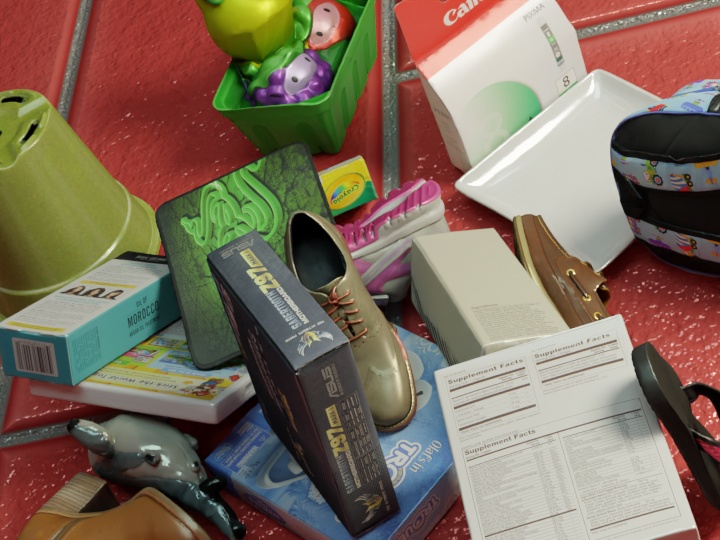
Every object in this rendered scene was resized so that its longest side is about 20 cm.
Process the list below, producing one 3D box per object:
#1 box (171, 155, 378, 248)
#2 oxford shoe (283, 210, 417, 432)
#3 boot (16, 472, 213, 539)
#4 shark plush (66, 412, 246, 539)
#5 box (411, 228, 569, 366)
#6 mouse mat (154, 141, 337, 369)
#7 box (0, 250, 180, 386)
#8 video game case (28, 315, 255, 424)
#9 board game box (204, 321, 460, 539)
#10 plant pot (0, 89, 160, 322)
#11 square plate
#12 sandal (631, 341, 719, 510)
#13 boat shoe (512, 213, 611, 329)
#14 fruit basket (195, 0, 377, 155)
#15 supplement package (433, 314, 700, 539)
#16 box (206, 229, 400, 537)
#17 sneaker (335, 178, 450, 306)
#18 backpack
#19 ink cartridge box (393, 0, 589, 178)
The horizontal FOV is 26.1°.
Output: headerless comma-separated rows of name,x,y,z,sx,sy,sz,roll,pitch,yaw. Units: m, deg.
box,-0.082,-0.052,1.489,0.199,0.049,0.117,-21,5,1
oxford shoe,-0.017,0.041,1.283,0.070,0.075,0.201,-30,72,2
boot,-0.219,0.250,1.270,0.199,0.077,0.156,13,52,36
shark plush,-0.162,0.175,1.329,0.199,0.084,0.091,19,29,28
box,0.106,0.039,1.301,0.082,0.069,0.200,-6,28,-12
mouse mat,-0.097,-0.017,1.391,0.160,0.008,0.201,-25,52,5
box,-0.236,0.040,1.418,0.082,0.049,0.200,6,23,28
video game case,-0.164,0.081,1.396,0.199,0.023,0.182,6,22,27
board game box,0.004,0.140,1.308,0.198,0.043,0.200,25,61,37
plant pot,-0.327,-0.073,1.553,0.199,0.191,0.201,-12,43,12
square plate,0.222,-0.092,1.451,0.200,0.029,0.198,-39,46,-15
sandal,0.249,0.112,1.116,0.045,0.200,0.075,-25,49,14
boat shoe,0.181,0.027,1.327,0.067,0.072,0.201,-17,49,-2
fruit basket,-0.080,-0.245,1.607,0.155,0.216,0.216,0,48,23
supplement package,0.157,0.170,1.132,0.150,0.152,0.201,-18,43,6
box,-0.044,0.089,1.200,0.051,0.201,0.158,-29,45,-14
sneaker,0.000,0.000,1.414,0.199,0.088,0.081,-25,23,15
backpack,0.318,-0.081,1.299,0.199,0.183,0.135,8,42,42
ink cartridge box,0.131,-0.209,1.479,0.161,0.201,0.050,-39,45,-15
